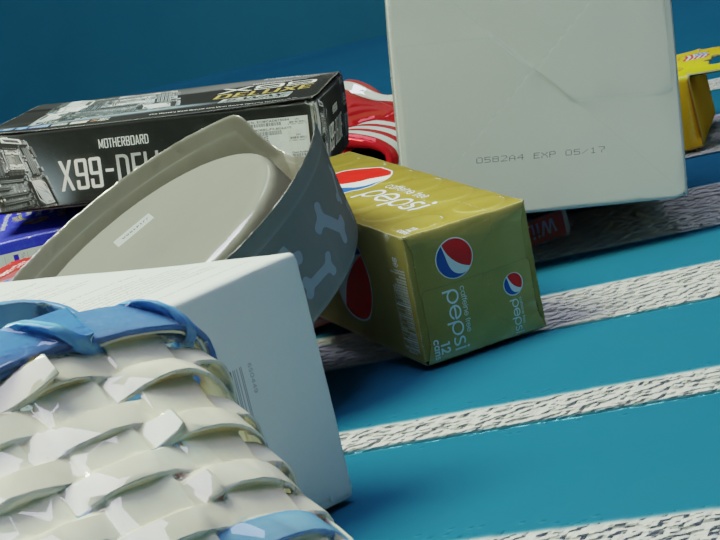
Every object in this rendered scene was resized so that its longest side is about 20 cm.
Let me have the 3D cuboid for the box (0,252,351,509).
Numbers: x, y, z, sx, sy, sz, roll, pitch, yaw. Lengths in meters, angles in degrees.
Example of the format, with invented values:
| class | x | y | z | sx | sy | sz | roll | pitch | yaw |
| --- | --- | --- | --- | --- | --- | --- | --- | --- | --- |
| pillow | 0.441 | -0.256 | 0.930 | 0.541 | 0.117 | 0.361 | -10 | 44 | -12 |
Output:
| class | x | y | z | sx | sy | sz | roll | pitch | yaw |
| --- | --- | --- | --- | --- | --- | --- | --- | --- | --- |
| box | -0.123 | 0.063 | 0.853 | 0.199 | 0.098 | 0.124 | -5 | 14 | 41 |

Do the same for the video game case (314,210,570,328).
| class | x | y | z | sx | sy | sz | roll | pitch | yaw |
| --- | --- | --- | --- | --- | --- | --- | --- | --- | --- |
| video game case | 0.000 | 0.000 | 1.274 | 0.199 | 0.018 | 0.143 | -20 | 11 | -31 |

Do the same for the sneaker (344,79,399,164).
| class | x | y | z | sx | sy | sz | roll | pitch | yaw |
| --- | --- | --- | --- | --- | --- | --- | --- | --- | --- |
| sneaker | -0.027 | -0.096 | 1.691 | 0.115 | 0.079 | 0.199 | -21 | 10 | -41 |

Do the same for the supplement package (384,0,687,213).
| class | x | y | z | sx | sy | sz | roll | pitch | yaw |
| --- | --- | --- | --- | --- | --- | --- | --- | --- | --- |
| supplement package | 0.092 | -0.111 | 1.267 | 0.150 | 0.152 | 0.200 | -5 | 4 | 2 |

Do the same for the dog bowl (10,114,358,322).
| class | x | y | z | sx | sy | sz | roll | pitch | yaw |
| --- | --- | --- | --- | --- | --- | --- | --- | --- | --- |
| dog bowl | -0.087 | 0.008 | 1.041 | 0.199 | 0.059 | 0.200 | -31 | 22 | 14 |

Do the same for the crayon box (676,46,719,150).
| class | x | y | z | sx | sy | sz | roll | pitch | yaw |
| --- | --- | --- | --- | --- | --- | --- | --- | --- | --- |
| crayon box | 0.166 | -0.103 | 1.524 | 0.198 | 0.051 | 0.127 | -12 | 10 | 16 |

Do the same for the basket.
| class | x | y | z | sx | sy | sz | roll | pitch | yaw |
| --- | --- | --- | --- | --- | --- | --- | --- | --- | --- |
| basket | -0.103 | 0.078 | 0.541 | 0.175 | 0.140 | 0.200 | -19 | 41 | -30 |

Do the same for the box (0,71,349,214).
| class | x | y | z | sx | sy | sz | roll | pitch | yaw |
| --- | --- | --- | --- | --- | --- | --- | --- | --- | --- |
| box | -0.112 | -0.078 | 1.347 | 0.198 | 0.050 | 0.158 | -6 | 10 | 7 |

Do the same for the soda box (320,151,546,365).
| class | x | y | z | sx | sy | sz | roll | pitch | yaw |
| --- | --- | --- | --- | --- | --- | --- | --- | --- | --- |
| soda box | 0.013 | -0.010 | 1.115 | 0.067 | 0.065 | 0.200 | -17 | 17 | -21 |

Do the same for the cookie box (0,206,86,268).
| class | x | y | z | sx | sy | sz | roll | pitch | yaw |
| --- | --- | --- | --- | --- | --- | --- | --- | --- | --- |
| cookie box | -0.190 | -0.001 | 1.382 | 0.198 | 0.076 | 0.171 | -13 | 10 | -3 |

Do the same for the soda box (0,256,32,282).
| class | x | y | z | sx | sy | sz | roll | pitch | yaw |
| --- | --- | --- | --- | --- | --- | --- | --- | --- | --- |
| soda box | -0.184 | 0.039 | 1.176 | 0.069 | 0.064 | 0.200 | -13 | 9 | 18 |
